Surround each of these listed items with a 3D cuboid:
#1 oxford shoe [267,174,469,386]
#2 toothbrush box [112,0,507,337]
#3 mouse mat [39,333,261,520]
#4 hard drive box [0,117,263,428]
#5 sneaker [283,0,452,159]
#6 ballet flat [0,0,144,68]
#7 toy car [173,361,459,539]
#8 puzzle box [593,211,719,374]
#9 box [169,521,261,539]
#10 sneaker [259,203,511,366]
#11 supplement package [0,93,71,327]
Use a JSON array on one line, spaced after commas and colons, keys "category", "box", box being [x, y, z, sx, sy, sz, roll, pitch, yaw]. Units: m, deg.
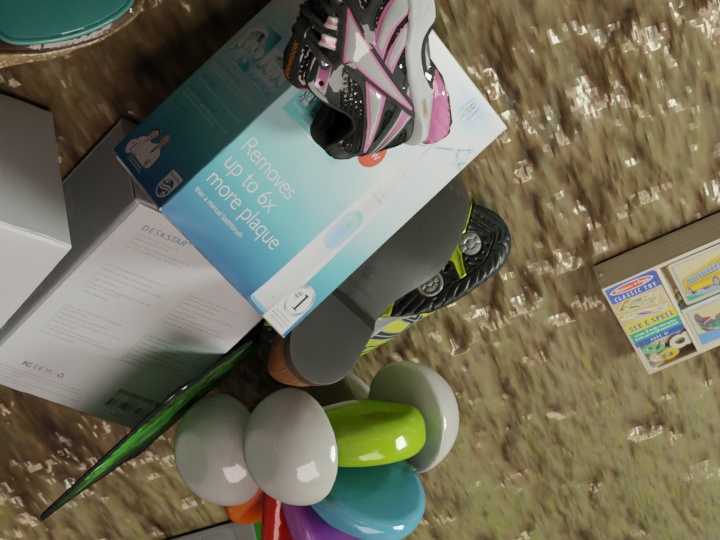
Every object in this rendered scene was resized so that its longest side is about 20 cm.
[{"category": "oxford shoe", "box": [0.000, 0.000, 1.492, 0.071, 0.200, 0.071, 49, 153, -12]}, {"category": "toothbrush box", "box": [-0.030, -0.083, 1.357, 0.200, 0.085, 0.147, -43, 132, -1]}, {"category": "mouse mat", "box": [-0.139, 0.105, 1.556, 0.161, 0.008, 0.200, -42, 175, 24]}, {"category": "hard drive box", "box": [-0.156, 0.008, 1.489, 0.155, 0.077, 0.200, 23, 128, -38]}, {"category": "sneaker", "box": [-0.005, -0.137, 1.228, 0.086, 0.080, 0.201, -24, 130, -10]}, {"category": "ballet flat", "box": [-0.227, -0.149, 1.303, 0.198, 0.071, 0.065, -9, 167, -3]}, {"category": "toy car", "box": [-0.028, 0.153, 1.589, 0.174, 0.152, 0.199, -11, -178, -42]}, {"category": "puzzle box", "box": [0.292, 0.002, 1.667, 0.199, 0.026, 0.133, -24, 140, 11]}, {"category": "box", "box": [-0.112, 0.313, 1.852, 0.175, 0.097, 0.201, -16, 141, 2]}, {"category": "sneaker", "box": [0.017, 0.011, 1.570, 0.199, 0.076, 0.076, -27, 176, 5]}, {"category": "supplement package", "box": [-0.290, -0.015, 1.383, 0.119, 0.122, 0.200, 20, 131, -35]}]
